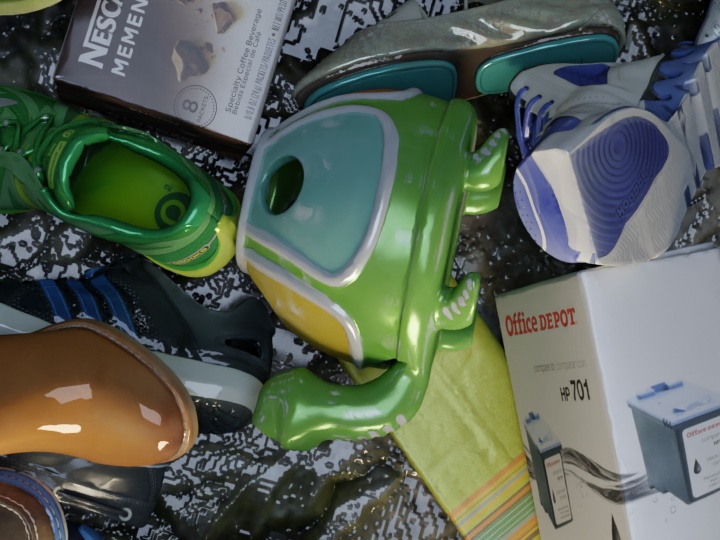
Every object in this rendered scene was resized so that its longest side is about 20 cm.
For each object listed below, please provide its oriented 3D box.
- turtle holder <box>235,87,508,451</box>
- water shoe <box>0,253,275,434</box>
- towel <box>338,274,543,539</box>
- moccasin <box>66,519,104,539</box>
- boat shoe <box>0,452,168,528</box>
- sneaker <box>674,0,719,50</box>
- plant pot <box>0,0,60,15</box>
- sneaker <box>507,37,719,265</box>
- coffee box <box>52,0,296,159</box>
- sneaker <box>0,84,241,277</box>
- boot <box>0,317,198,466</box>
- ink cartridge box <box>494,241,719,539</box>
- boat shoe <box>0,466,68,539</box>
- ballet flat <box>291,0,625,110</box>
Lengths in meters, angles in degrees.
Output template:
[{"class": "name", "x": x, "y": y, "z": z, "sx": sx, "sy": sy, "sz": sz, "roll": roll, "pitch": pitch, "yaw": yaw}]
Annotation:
[{"class": "turtle holder", "x": 0.002, "y": -0.006, "z": 0.812, "sx": 0.130, "sy": 0.141, "sz": 0.188, "roll": 12, "pitch": 105, "yaw": 5}, {"class": "water shoe", "x": -0.145, "y": 0.030, "z": 0.837, "sx": 0.197, "sy": 0.072, "sz": 0.080, "roll": 18, "pitch": 60, "yaw": -6}, {"class": "towel", "x": 0.067, "y": 0.093, "z": 0.882, "sx": 0.086, "sy": 0.018, "sz": 0.201, "roll": -36, "pitch": 94, "yaw": -12}, {"class": "moccasin", "x": -0.199, "y": 0.230, "z": 0.823, "sx": 0.067, "sy": 0.081, "sz": 0.202, "roll": 19, "pitch": 76, "yaw": 0}, {"class": "boat shoe", "x": -0.201, "y": 0.098, "z": 0.820, "sx": 0.197, "sy": 0.069, "sz": 0.057, "roll": 11, "pitch": 89, "yaw": -10}, {"class": "sneaker", "x": 0.224, "y": -0.112, "z": 0.881, "sx": 0.084, "sy": 0.077, "sz": 0.203, "roll": -12, "pitch": 84, "yaw": 3}, {"class": "plant pot", "x": -0.185, "y": -0.268, "z": 0.755, "sx": 0.198, "sy": 0.200, "sz": 0.192, "roll": 26, "pitch": 57, "yaw": -7}, {"class": "sneaker", "x": 0.119, "y": -0.062, "z": 0.803, "sx": 0.199, "sy": 0.114, "sz": 0.082, "roll": -36, "pitch": 117, "yaw": -47}, {"class": "coffee box", "x": -0.084, "y": -0.175, "z": 0.827, "sx": 0.112, "sy": 0.080, "sz": 0.203, "roll": 18, "pitch": 87, "yaw": -8}, {"class": "sneaker", "x": -0.155, "y": -0.060, "z": 0.805, "sx": 0.197, "sy": 0.084, "sz": 0.075, "roll": 18, "pitch": 76, "yaw": 10}, {"class": "boot", "x": -0.190, "y": 0.077, "z": 0.712, "sx": 0.197, "sy": 0.155, "sz": 0.075, "roll": 14, "pitch": 115, "yaw": 14}, {"class": "ink cartridge box", "x": 0.147, "y": 0.098, "z": 0.815, "sx": 0.085, "sy": 0.146, "sz": 0.203, "roll": -11, "pitch": 86, "yaw": -13}, {"class": "boat shoe", "x": -0.245, "y": 0.151, "z": 0.774, "sx": 0.197, "sy": 0.072, "sz": 0.073, "roll": -13, "pitch": 94, "yaw": 18}, {"class": "ballet flat", "x": 0.052, "y": -0.127, "z": 0.865, "sx": 0.197, "sy": 0.068, "sz": 0.063, "roll": -11, "pitch": 62, "yaw": -11}]
